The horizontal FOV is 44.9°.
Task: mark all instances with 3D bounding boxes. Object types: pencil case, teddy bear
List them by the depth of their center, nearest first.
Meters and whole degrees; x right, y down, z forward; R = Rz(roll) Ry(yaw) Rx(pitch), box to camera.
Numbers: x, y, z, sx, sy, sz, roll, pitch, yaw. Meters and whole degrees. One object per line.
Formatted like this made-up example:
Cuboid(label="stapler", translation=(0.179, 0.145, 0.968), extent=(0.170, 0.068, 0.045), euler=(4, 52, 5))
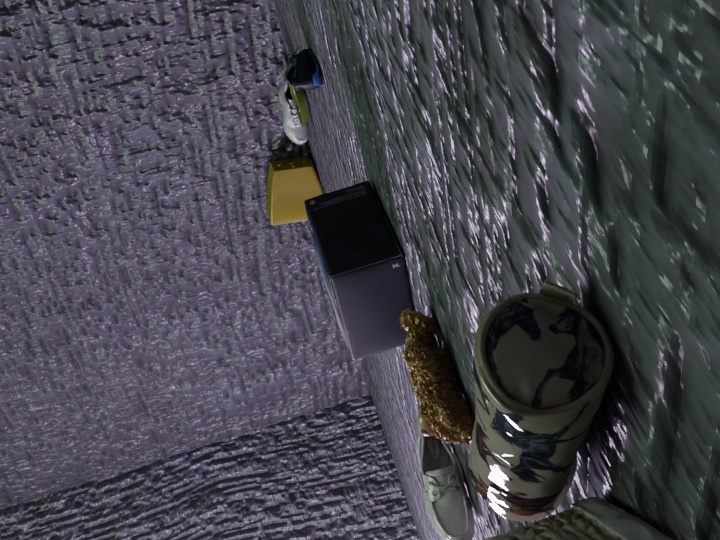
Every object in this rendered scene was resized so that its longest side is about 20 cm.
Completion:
Cuboid(label="pencil case", translation=(0.110, 0.090, 0.559), extent=(0.200, 0.078, 0.090), euler=(80, -160, -57))
Cuboid(label="teddy bear", translation=(0.090, 0.143, 1.148), extent=(0.145, 0.067, 0.201), euler=(77, 176, -67))

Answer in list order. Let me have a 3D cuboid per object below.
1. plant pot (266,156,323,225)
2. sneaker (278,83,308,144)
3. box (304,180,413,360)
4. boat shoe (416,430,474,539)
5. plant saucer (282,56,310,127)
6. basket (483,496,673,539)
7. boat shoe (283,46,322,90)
Cuboid(label="plant pot", translation=(-0.224, -0.280, 2.952), extent=(0.200, 0.199, 0.177), euler=(-115, 18, -65))
Cuboid(label="sneaker", translation=(-0.208, -0.485, 2.674), extent=(0.087, 0.074, 0.201), euler=(152, 101, -81))
Cuboid(label="box", translation=(0.000, 0.000, 1.417), extent=(0.199, 0.123, 0.200), euler=(-113, 7, -47))
Cuboid(label="boat shoe", translation=(0.127, 0.332, 1.374), extent=(0.069, 0.071, 0.200), euler=(76, 177, -55))
Cuboid(label="plant saucer", translation=(-0.174, -0.499, 2.414), extent=(0.200, 0.031, 0.201), euler=(164, 90, -87))
Cuboid(label="basket", translation=(0.125, 0.261, 0.499), extent=(0.200, 0.160, 0.199), euler=(140, 115, -84))
Cuboid(label="boat shoe", translation=(-0.127, -0.420, 1.811), extent=(0.200, 0.068, 0.084), euler=(-118, 12, -71))
